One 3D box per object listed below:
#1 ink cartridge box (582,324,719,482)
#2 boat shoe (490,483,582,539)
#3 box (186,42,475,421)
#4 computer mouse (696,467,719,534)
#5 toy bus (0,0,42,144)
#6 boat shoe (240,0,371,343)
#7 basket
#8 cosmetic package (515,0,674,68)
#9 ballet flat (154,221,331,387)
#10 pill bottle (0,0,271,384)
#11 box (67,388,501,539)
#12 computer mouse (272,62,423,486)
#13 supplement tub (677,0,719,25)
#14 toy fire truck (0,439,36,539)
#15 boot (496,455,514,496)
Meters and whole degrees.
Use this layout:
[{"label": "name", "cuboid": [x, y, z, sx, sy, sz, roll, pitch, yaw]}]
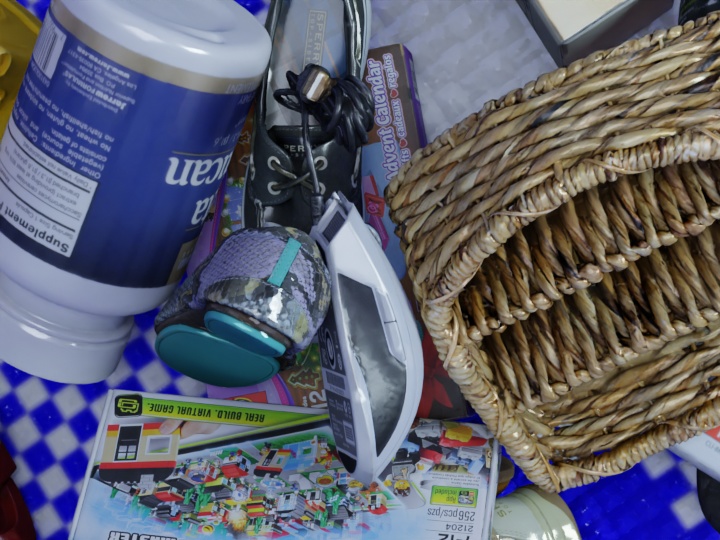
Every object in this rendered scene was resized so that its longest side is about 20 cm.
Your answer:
[{"label": "ink cartridge box", "cuboid": [0.187, -0.008, 1.034, 0.162, 0.050, 0.201, 33, 95, 30]}, {"label": "boat shoe", "cuboid": [0.090, 0.211, 1.039, 0.062, 0.073, 0.201, -13, 84, -29]}, {"label": "box", "cuboid": [-0.023, -0.008, 1.097, 0.136, 0.039, 0.201, -11, 85, 9]}, {"label": "computer mouse", "cuboid": [0.249, 0.046, 1.044, 0.140, 0.046, 0.201, 3, 78, 25]}, {"label": "toy bus", "cuboid": [-0.257, -0.067, 1.061, 0.136, 0.192, 0.200, 38, 94, 7]}, {"label": "boat shoe", "cuboid": [-0.030, -0.064, 1.052, 0.068, 0.057, 0.201, 2, 86, 8]}, {"label": "basket", "cuboid": [0.126, -0.007, 0.959, 0.199, 0.143, 0.150, -25, 64, 18]}, {"label": "cosmetic package", "cuboid": [0.081, -0.207, 1.061, 0.071, 0.105, 0.201, -32, 84, 4]}, {"label": "ballet flat", "cuboid": [-0.052, 0.014, 0.994, 0.072, 0.200, 0.072, 2, 81, -14]}, {"label": "pill bottle", "cuboid": [-0.129, -0.047, 1.045, 0.111, 0.111, 0.201, 27, 112, 9]}, {"label": "box", "cuboid": [-0.035, 0.119, 1.002, 0.199, 0.035, 0.110, 5, 51, 7]}, {"label": "computer mouse", "cuboid": [0.000, 0.000, 0.976, 0.044, 0.110, 0.201, -10, 95, -13]}, {"label": "supplement tub", "cuboid": [0.227, -0.193, 1.017, 0.122, 0.123, 0.201, 8, 75, 9]}, {"label": "toy fire truck", "cuboid": [-0.195, 0.156, 1.054, 0.128, 0.176, 0.201, -30, 96, 5]}, {"label": "boot", "cuboid": [-0.014, 0.170, 1.080, 0.200, 0.071, 0.145, -6, 98, 1]}]
